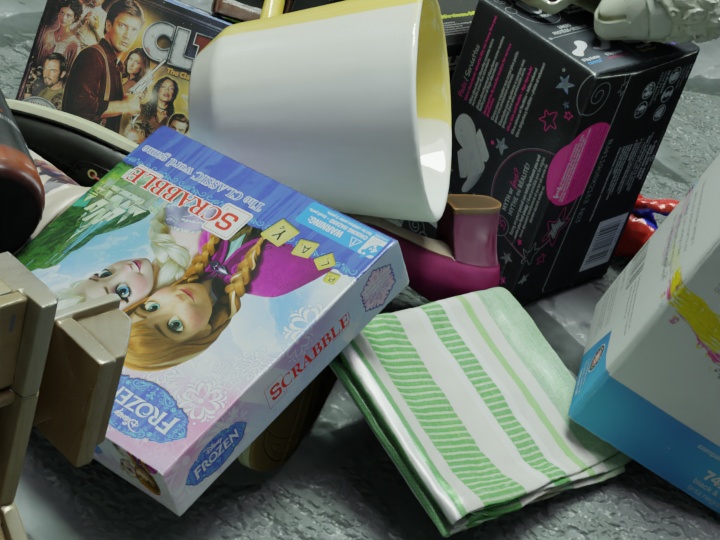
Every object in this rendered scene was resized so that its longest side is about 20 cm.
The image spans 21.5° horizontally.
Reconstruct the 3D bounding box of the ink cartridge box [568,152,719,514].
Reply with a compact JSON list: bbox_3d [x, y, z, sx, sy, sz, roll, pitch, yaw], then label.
[{"bbox_3d":[0.254,0.027,1.210,0.146,0.200,0.147,33,32,-4],"label":"ink cartridge box"}]

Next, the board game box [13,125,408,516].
[{"bbox_3d":[-0.111,0.020,1.106,0.200,0.041,0.200,26,59,33],"label":"board game box"}]

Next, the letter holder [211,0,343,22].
[{"bbox_3d":[-0.036,-0.252,1.383,0.100,0.142,0.200,16,13,-3],"label":"letter holder"}]

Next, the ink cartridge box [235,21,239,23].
[{"bbox_3d":[-0.084,-0.169,1.486,0.200,0.076,0.148,2,35,-27],"label":"ink cartridge box"}]

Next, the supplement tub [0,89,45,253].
[{"bbox_3d":[-0.269,-0.098,1.149,0.107,0.107,0.200,-5,52,-33],"label":"supplement tub"}]

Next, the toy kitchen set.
[{"bbox_3d":[-0.134,0.115,0.909,0.180,0.200,0.163,37,37,29],"label":"toy kitchen set"}]

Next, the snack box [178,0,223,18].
[{"bbox_3d":[-0.122,-0.130,1.386,0.200,0.037,0.116,21,71,5],"label":"snack box"}]

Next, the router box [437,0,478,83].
[{"bbox_3d":[0.080,-0.130,1.439,0.200,0.150,0.062,-14,45,-40],"label":"router box"}]

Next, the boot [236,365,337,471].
[{"bbox_3d":[-0.091,0.041,1.167,0.154,0.072,0.200,23,27,6],"label":"boot"}]

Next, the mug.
[{"bbox_3d":[-0.023,-0.112,1.233,0.153,0.150,0.187,-2,28,11],"label":"mug"}]

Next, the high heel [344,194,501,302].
[{"bbox_3d":[0.000,0.000,1.271,0.199,0.096,0.067,1,21,-11],"label":"high heel"}]

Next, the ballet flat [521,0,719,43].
[{"bbox_3d":[0.156,-0.191,1.286,0.200,0.072,0.072,27,33,18],"label":"ballet flat"}]

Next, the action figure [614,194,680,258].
[{"bbox_3d":[0.249,-0.006,1.414,0.099,0.065,0.200,-9,41,-23],"label":"action figure"}]

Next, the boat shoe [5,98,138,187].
[{"bbox_3d":[-0.167,-0.064,1.285,0.201,0.063,0.074,22,3,0],"label":"boat shoe"}]

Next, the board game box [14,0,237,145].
[{"bbox_3d":[-0.136,-0.120,1.328,0.200,0.136,0.035,21,11,5],"label":"board game box"}]

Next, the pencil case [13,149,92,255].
[{"bbox_3d":[-0.250,-0.062,1.237,0.200,0.078,0.089,32,32,22],"label":"pencil case"}]

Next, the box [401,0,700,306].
[{"bbox_3d":[0.133,-0.093,1.360,0.132,0.200,0.115,-18,48,-44],"label":"box"}]

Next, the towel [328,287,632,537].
[{"bbox_3d":[0.074,0.080,1.170,0.200,0.023,0.153,-11,60,-51],"label":"towel"}]
